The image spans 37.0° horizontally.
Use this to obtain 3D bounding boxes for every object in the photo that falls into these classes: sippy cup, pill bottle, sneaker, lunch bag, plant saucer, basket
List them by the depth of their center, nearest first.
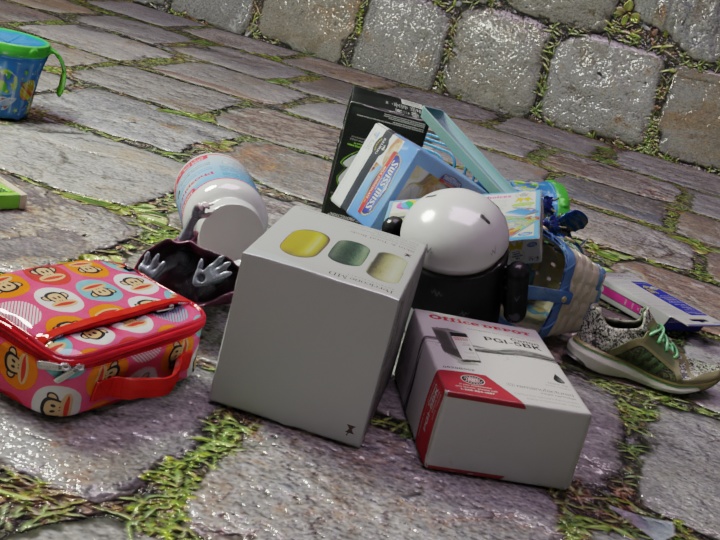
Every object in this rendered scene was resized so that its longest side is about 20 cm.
[{"bbox_3d":[-0.241,0.063,0.971,0.176,0.082,0.200,28,23,25],"label":"lunch bag"},{"bbox_3d":[0.356,0.092,1.326,0.199,0.089,0.077,13,17,-5],"label":"sneaker"},{"bbox_3d":[0.197,0.006,1.376,0.199,0.140,0.176,4,17,-39],"label":"basket"},{"bbox_3d":[-0.178,-0.076,1.385,0.108,0.109,0.200,9,18,-18],"label":"pill bottle"},{"bbox_3d":[0.160,-0.156,1.523,0.200,0.019,0.070,50,22,19],"label":"plant saucer"},{"bbox_3d":[0.231,-0.081,1.647,0.130,0.140,0.178,11,-6,-16],"label":"sippy cup"},{"bbox_3d":[-0.589,-0.323,1.776,0.177,0.131,0.140,16,18,6],"label":"sippy cup"}]

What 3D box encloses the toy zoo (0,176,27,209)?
[{"bbox_3d":[-0.535,-0.105,1.334,0.131,0.021,0.199,28,22,36],"label":"toy zoo"}]

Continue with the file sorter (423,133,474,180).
[{"bbox_3d":[0.098,-0.160,1.838,0.138,0.123,0.200,24,19,26],"label":"file sorter"}]

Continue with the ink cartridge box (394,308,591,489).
[{"bbox_3d":[0.123,0.120,1.064,0.146,0.083,0.200,10,19,-11],"label":"ink cartridge box"}]

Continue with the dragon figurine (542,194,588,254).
[{"bbox_3d":[0.283,-0.051,1.504,0.199,0.059,0.099,21,-19,-39],"label":"dragon figurine"}]

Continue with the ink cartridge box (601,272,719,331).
[{"bbox_3d":[0.437,0.054,1.599,0.094,0.037,0.200,3,18,-35],"label":"ink cartridge box"}]

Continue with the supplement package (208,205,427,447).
[{"bbox_3d":[-0.035,0.046,1.053,0.151,0.151,0.200,17,18,6],"label":"supplement package"}]

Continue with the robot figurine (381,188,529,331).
[{"bbox_3d":[0.102,0.004,1.201,0.149,0.201,0.125,-5,40,-8],"label":"robot figurine"}]

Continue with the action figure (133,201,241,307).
[{"bbox_3d":[-0.165,0.017,1.179,0.134,0.149,0.200,37,0,4],"label":"action figure"}]

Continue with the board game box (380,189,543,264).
[{"bbox_3d":[0.126,-0.050,1.343,0.199,0.034,0.135,-3,29,13],"label":"board game box"}]

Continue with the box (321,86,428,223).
[{"bbox_3d":[0.019,-0.159,1.641,0.124,0.201,0.149,15,18,-4],"label":"box"}]

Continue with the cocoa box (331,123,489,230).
[{"bbox_3d":[0.088,-0.093,1.518,0.200,0.134,0.131,28,9,-34],"label":"cocoa box"}]
